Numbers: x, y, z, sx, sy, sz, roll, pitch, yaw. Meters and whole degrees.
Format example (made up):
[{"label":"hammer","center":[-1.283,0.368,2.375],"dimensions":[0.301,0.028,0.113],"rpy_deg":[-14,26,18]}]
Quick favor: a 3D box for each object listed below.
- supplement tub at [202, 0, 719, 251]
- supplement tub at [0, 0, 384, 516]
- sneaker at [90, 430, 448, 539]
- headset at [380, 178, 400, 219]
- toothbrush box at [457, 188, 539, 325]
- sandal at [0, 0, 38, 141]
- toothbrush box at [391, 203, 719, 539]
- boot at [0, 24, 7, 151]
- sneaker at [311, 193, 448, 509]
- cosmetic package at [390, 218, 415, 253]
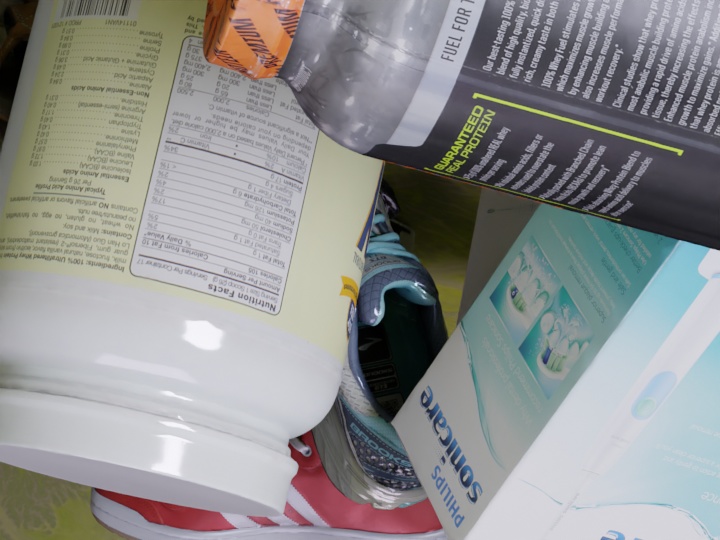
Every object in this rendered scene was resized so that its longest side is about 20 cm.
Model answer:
[{"label":"supplement tub","center":[0.064,-0.078,0.563],"dimensions":[0.198,0.124,0.122],"rpy_deg":[14,168,-12]},{"label":"supplement tub","center":[-0.067,-0.019,0.771],"dimensions":[0.144,0.202,0.145],"rpy_deg":[11,168,2]},{"label":"sneaker","center":[-0.044,0.083,1.023],"dimensions":[0.198,0.113,0.071],"rpy_deg":[2,-157,14]},{"label":"headset","center":[-0.064,0.014,0.995],"dimensions":[0.094,0.200,0.124],"rpy_deg":[49,-160,-9]},{"label":"toothbrush box","center":[0.140,0.050,0.983],"dimensions":[0.199,0.148,0.085],"rpy_deg":[23,163,-38]},{"label":"sandal","center":[-0.119,-0.085,0.871],"dimensions":[0.082,0.055,0.199],"rpy_deg":[35,-163,32]},{"label":"toothbrush box","center":[0.130,0.029,0.795],"dimensions":[0.146,0.201,0.085],"rpy_deg":[18,-154,-31]},{"label":"boot","center":[-0.126,-0.013,0.955],"dimensions":[0.072,0.157,0.200],"rpy_deg":[-25,148,25]},{"label":"sneaker","center":[0.000,0.000,0.887],"dimensions":[0.077,0.201,0.086],"rpy_deg":[-22,172,-23]},{"label":"cosmetic package","center":[-0.080,0.004,1.156],"dimensions":[0.199,0.088,0.103],"rpy_deg":[2,168,36]}]
